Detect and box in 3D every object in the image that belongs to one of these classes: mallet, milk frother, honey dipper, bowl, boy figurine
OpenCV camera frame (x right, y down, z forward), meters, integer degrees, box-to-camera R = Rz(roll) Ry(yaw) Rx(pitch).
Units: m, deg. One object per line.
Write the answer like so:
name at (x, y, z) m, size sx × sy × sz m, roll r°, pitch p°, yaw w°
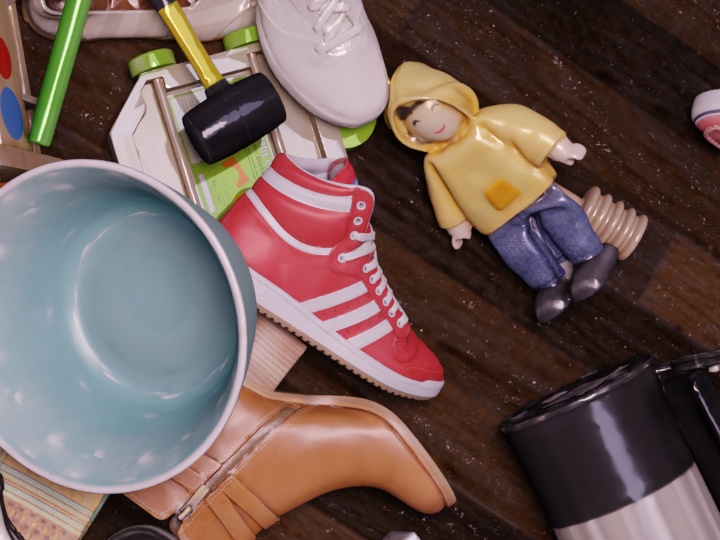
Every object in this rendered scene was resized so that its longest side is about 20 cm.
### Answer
mallet at (-0.131, -0.162, 1.172) m, size 0.066 × 0.041 × 0.200 m, roll -39°, pitch 95°, yaw -13°
milk frother at (0.223, 0.146, 1.186) m, size 0.180 × 0.200 × 0.189 m, roll -26°, pitch 90°, yaw -20°
honey dipper at (0.112, -0.073, 1.270) m, size 0.199 × 0.038 × 0.038 m, roll 31°, pitch 77°, yaw -5°
bowl at (-0.144, 0.026, 1.102) m, size 0.199 × 0.105 × 0.202 m, roll 3°, pitch 100°, yaw 18°
boy figurine at (0.095, -0.065, 1.223) m, size 0.200 × 0.124 × 0.065 m, roll 50°, pitch 35°, yaw -15°

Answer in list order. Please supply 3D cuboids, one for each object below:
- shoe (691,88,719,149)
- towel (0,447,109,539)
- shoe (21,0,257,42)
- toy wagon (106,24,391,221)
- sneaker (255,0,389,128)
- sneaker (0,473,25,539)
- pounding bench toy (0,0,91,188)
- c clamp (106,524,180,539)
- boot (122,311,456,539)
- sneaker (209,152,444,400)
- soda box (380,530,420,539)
shoe at (0.329, -0.063, 1.302) m, size 0.199 × 0.071 × 0.092 m, roll 17°, pitch 74°, yaw -16°
towel at (-0.209, 0.082, 1.177) m, size 0.146 × 0.022 × 0.201 m, roll 32°, pitch 79°, yaw -7°
shoe at (-0.129, -0.191, 1.213) m, size 0.199 × 0.053 × 0.070 m, roll -11°, pitch 86°, yaw -15°
toy wagon at (-0.068, -0.087, 1.224) m, size 0.199 × 0.040 × 0.156 m, roll -17°, pitch 88°, yaw -16°
sneaker at (-0.033, -0.189, 1.177) m, size 0.075 × 0.088 × 0.201 m, roll -28°, pitch 98°, yaw -19°
sneaker at (-0.257, 0.148, 1.114) m, size 0.079 × 0.074 × 0.201 m, roll -17°, pitch 88°, yaw -8°
pounding bench toy at (-0.233, -0.114, 1.104) m, size 0.199 × 0.124 × 0.157 m, roll -12°, pitch 86°, yaw 11°
c clamp at (-0.144, 0.262, 1.112) m, size 0.027 × 0.170 × 0.201 m, roll 37°, pitch 71°, yaw -45°
boot at (-0.050, 0.141, 1.187) m, size 0.200 × 0.074 × 0.155 m, roll 37°, pitch 78°, yaw 0°
sneaker at (0.000, 0.000, 1.184) m, size 0.199 × 0.071 × 0.113 m, roll 33°, pitch 96°, yaw -25°
soda box at (0.066, 0.271, 1.200) m, size 0.068 × 0.064 × 0.200 m, roll -40°, pitch 94°, yaw -16°
